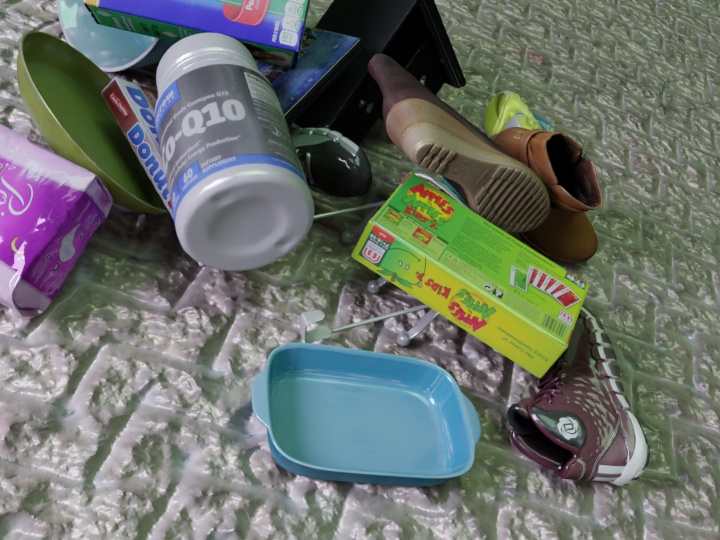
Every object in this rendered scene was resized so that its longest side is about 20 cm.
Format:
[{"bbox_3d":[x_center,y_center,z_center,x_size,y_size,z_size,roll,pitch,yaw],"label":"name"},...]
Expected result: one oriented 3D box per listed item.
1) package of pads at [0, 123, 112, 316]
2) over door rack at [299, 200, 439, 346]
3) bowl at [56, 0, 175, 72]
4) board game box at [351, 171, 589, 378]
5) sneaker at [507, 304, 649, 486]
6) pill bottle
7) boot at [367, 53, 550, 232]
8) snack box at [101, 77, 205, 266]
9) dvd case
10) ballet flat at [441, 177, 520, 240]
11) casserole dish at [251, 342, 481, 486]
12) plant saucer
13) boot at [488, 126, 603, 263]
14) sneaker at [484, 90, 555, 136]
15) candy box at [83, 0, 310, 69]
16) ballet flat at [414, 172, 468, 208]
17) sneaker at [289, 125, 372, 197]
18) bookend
[{"bbox_3d":[-0.313,-0.061,0.647,0.200,0.076,0.121,28,75,3],"label":"package of pads"},{"bbox_3d":[0.000,0.000,0.782,0.199,0.067,0.148,-5,51,-33],"label":"over door rack"},{"bbox_3d":[-0.233,-0.314,0.915,0.201,0.201,0.105,47,24,22],"label":"bowl"},{"bbox_3d":[0.102,0.001,0.751,0.200,0.048,0.102,33,41,4],"label":"board game box"},{"bbox_3d":[0.180,0.105,0.766,0.115,0.076,0.200,2,47,-22],"label":"sneaker"},{"bbox_3d":[-0.117,-0.109,0.713,0.113,0.114,0.200,1,48,-27],"label":"pill bottle"},{"bbox_3d":[0.101,-0.133,0.835,0.200,0.072,0.167,27,30,-34],"label":"boot"},{"bbox_3d":[-0.169,-0.090,0.769,0.200,0.024,0.072,58,21,15],"label":"snack box"},{"bbox_3d":[-0.109,-0.209,0.865,0.200,0.018,0.143,26,67,39],"label":"dvd case"},{"bbox_3d":[0.142,-0.037,0.913,0.063,0.069,0.200,27,35,-43],"label":"ballet flat"},{"bbox_3d":[0.003,0.124,0.679,0.199,0.039,0.121,10,43,-20],"label":"casserole dish"},{"bbox_3d":[-0.238,-0.126,0.748,0.200,0.031,0.200,52,11,-15],"label":"plant saucer"},{"bbox_3d":[0.222,-0.078,0.886,0.077,0.155,0.200,-42,106,-10],"label":"boot"},{"bbox_3d":[0.220,-0.142,1.042,0.105,0.076,0.201,19,51,-26],"label":"sneaker"},{"bbox_3d":[-0.142,-0.301,0.783,0.199,0.077,0.170,10,87,-6],"label":"candy box"},{"bbox_3d":[0.102,-0.039,0.855,0.069,0.070,0.200,-5,38,-32],"label":"ballet flat"},{"bbox_3d":[-0.093,-0.101,0.829,0.200,0.075,0.115,25,45,32],"label":"sneaker"},{"bbox_3d":[0.013,-0.208,0.956,0.092,0.199,0.200,32,83,26],"label":"bookend"}]
